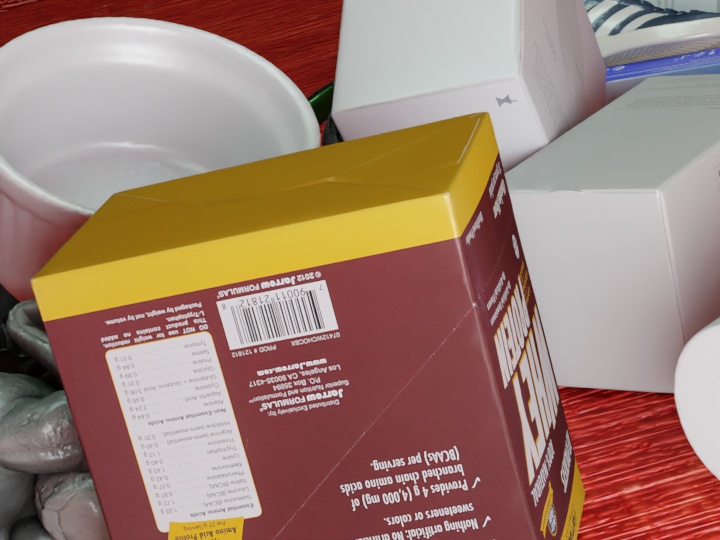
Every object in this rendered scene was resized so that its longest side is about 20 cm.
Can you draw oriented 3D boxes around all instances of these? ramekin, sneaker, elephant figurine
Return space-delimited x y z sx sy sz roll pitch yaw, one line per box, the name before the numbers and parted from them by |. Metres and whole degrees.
ramekin | -0.128 -0.050 1.263 0.198 0.098 0.201 8 38 -7
sneaker | 0.190 -0.172 1.560 0.198 0.075 0.085 -7 60 22
elephant figurine | -0.157 0.089 1.186 0.141 0.156 0.200 -23 13 23

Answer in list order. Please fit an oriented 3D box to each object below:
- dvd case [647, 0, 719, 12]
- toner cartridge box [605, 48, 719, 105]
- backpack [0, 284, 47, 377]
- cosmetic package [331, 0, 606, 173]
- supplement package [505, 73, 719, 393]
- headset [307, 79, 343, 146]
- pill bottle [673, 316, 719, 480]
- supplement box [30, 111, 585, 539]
dvd case | 0.175 -0.133 1.609 0.198 0.152 0.025 -6 -23 26
toner cartridge box | 0.207 -0.094 1.508 0.198 0.096 0.043 -8 18 26
backpack | -0.133 0.007 1.387 0.198 0.165 0.154 -8 -6 -1
cosmetic package | 0.073 -0.111 1.374 0.122 0.200 0.201 -11 47 16
supplement package | 0.177 -0.025 1.260 0.120 0.121 0.200 2 23 39
headset | -0.028 -0.097 1.704 0.123 0.094 0.201 -22 33 24
pill bottle | 0.242 0.028 1.039 0.199 0.115 0.114 -28 21 -37
supplement box | -0.016 0.057 1.022 0.195 0.202 0.133 -11 16 14
